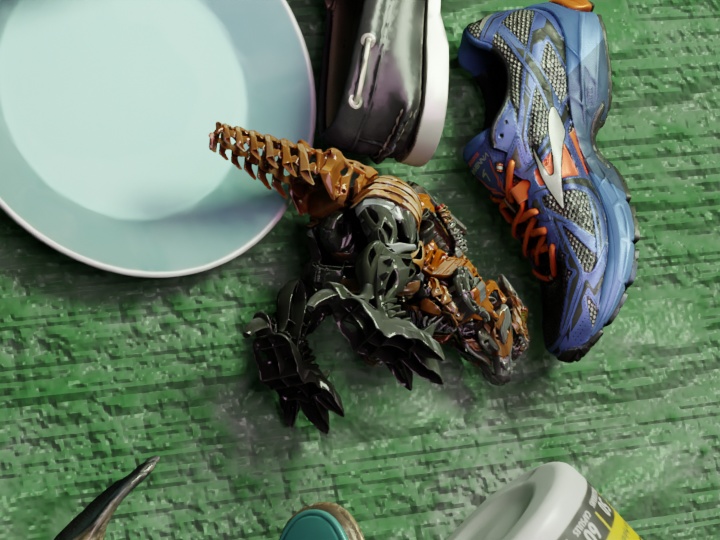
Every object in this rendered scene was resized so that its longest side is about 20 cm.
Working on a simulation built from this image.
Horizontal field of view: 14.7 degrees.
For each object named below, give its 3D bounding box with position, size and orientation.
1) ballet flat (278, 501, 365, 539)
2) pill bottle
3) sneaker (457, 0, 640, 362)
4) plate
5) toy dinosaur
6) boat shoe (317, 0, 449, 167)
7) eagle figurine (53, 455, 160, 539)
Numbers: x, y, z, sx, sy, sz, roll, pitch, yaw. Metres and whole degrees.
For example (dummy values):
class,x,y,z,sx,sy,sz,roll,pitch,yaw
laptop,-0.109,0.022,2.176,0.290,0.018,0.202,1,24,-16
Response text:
class,x,y,z,sx,sy,sz,roll,pitch,yaw
ballet flat,-0.003,0.212,1.337,0.065,0.070,0.201,13,70,-53
pill bottle,0.126,0.200,1.371,0.200,0.111,0.111,47,60,-9
sneaker,0.091,-0.047,1.456,0.078,0.075,0.201,0,67,-19
plate,-0.116,-0.091,1.380,0.199,0.026,0.201,8,72,-26
toy dinosaur,0.000,0.000,1.386,0.199,0.102,0.136,26,51,-9
boat shoe,0.006,-0.149,1.431,0.060,0.074,0.201,8,69,-21
eagle figurine,-0.154,0.169,1.209,0.199,0.151,0.153,-10,80,-30
